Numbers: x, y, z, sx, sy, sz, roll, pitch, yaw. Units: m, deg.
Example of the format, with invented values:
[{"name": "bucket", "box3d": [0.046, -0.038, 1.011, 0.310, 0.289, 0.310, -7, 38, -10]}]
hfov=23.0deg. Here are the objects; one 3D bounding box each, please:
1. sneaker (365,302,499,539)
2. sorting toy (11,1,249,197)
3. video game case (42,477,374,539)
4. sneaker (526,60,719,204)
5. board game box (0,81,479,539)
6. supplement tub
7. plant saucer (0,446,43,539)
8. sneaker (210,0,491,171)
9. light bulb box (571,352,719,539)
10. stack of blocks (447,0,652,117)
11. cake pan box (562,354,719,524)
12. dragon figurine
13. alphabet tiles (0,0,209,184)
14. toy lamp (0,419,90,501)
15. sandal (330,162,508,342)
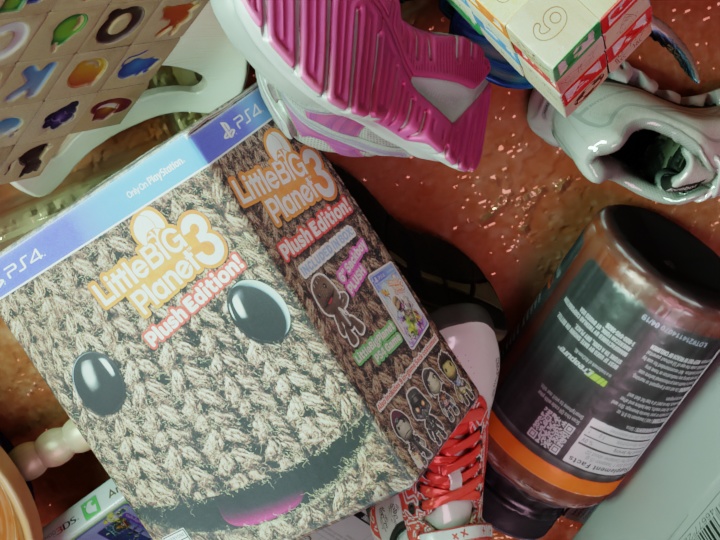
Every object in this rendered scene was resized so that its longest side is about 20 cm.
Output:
[{"name": "sneaker", "box3d": [0.053, 0.117, 1.002, 0.067, 0.108, 0.202, -7, 140, -19]}, {"name": "sorting toy", "box3d": [-0.131, -0.118, 0.860, 0.199, 0.107, 0.181, -26, 141, -10]}, {"name": "video game case", "box3d": [-0.080, 0.155, 1.078, 0.182, 0.022, 0.200, -36, 143, 10]}, {"name": "sneaker", "box3d": [0.192, -0.065, 0.993, 0.199, 0.081, 0.075, 6, 121, -21]}, {"name": "board game box", "box3d": [-0.067, 0.033, 0.899, 0.159, 0.097, 0.201, -30, 98, 31]}, {"name": "supplement tub", "box3d": [0.133, 0.066, 1.054, 0.106, 0.107, 0.200, 19, 119, -26]}, {"name": "plant saucer", "box3d": [-0.272, 0.137, 0.998, 0.199, 0.032, 0.201, 6, 120, 10]}, {"name": "sneaker", "box3d": [-0.018, -0.097, 0.836, 0.088, 0.082, 0.200, 0, 161, 32]}, {"name": "light bulb box", "box3d": [0.268, 0.165, 1.077, 0.199, 0.125, 0.199, 18, 119, -33]}, {"name": "stack of blocks", "box3d": [0.042, -0.168, 0.808, 0.059, 0.200, 0.115, -45, 170, 4]}, {"name": "cake pan box", "box3d": [0.244, 0.101, 1.144, 0.183, 0.052, 0.200, 19, 118, -29]}, {"name": "dragon figurine", "box3d": [0.077, -0.135, 0.921, 0.199, 0.059, 0.100, 30, 115, -26]}, {"name": "alphabet tiles", "box3d": [-0.138, -0.094, 0.771, 0.166, 0.006, 0.200, -19, 159, -47]}, {"name": "toy lamp", "box3d": [-0.157, 0.090, 1.022, 0.199, 0.058, 0.058, -29, 127, 3]}, {"name": "sandal", "box3d": [0.001, 0.001, 0.992, 0.201, 0.080, 0.057, 32, 126, -32]}]
